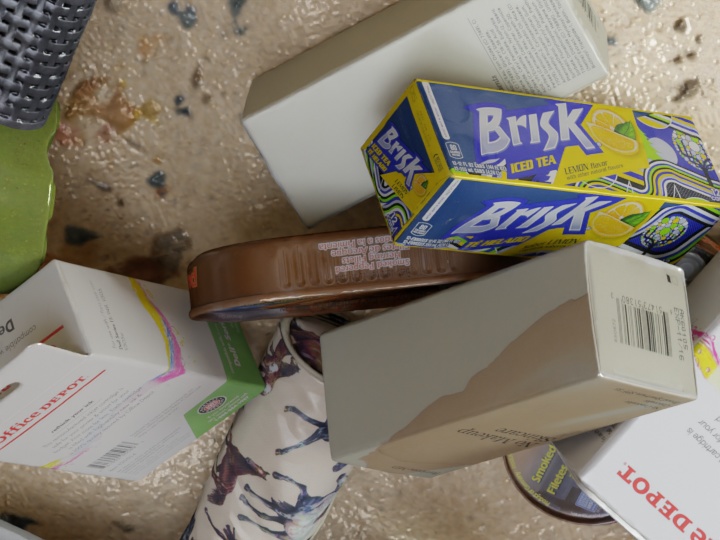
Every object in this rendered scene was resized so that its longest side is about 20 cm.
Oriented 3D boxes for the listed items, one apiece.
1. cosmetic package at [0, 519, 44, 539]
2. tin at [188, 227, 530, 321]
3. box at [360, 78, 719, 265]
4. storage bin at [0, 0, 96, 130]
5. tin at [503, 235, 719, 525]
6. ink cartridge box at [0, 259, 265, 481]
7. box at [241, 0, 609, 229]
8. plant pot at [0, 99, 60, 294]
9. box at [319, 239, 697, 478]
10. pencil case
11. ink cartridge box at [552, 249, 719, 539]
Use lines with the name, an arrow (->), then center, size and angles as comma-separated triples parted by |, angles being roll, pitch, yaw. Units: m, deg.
cosmetic package -> -0.209, 0.243, 1.642 | 0.199, 0.052, 0.152 | 22, 87, 14
tin -> 0.000, 0.000, 1.529 | 0.198, 0.112, 0.042 | -6, 88, -7
box -> 0.103, -0.051, 1.478 | 0.199, 0.070, 0.064 | 4, 142, -34
storage bin -> -0.241, -0.173, 1.463 | 0.199, 0.135, 0.094 | 22, 115, -7
tin -> 0.157, 0.061, 1.606 | 0.111, 0.042, 0.201 | 21, 115, -11
ink cartridge box -> -0.165, 0.057, 1.539 | 0.117, 0.068, 0.199 | -36, 152, 26
box -> 0.037, -0.109, 1.514 | 0.199, 0.069, 0.082 | -25, 112, 15
plant pot -> -0.270, -0.059, 1.509 | 0.188, 0.200, 0.201 | 6, 117, -12
box -> 0.080, 0.053, 1.490 | 0.199, 0.078, 0.095 | -21, 156, 41
pencil case -> -0.044, 0.125, 1.627 | 0.089, 0.078, 0.201 | 30, 115, 10
ink cartridge box -> 0.229, 0.080, 1.531 | 0.145, 0.084, 0.200 | 41, 93, -14
